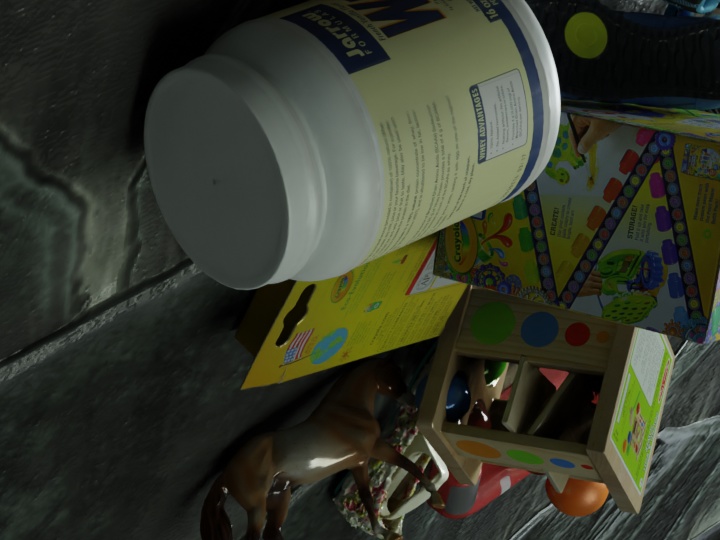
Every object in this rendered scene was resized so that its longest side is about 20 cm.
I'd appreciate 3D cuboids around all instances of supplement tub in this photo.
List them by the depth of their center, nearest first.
[{"bbox_3d":[-0.004,-0.080,1.219,0.199,0.145,0.145,-24,148,-37],"label":"supplement tub"}]

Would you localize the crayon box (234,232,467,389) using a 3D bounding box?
[{"bbox_3d":[0.000,0.000,1.453,0.199,0.051,0.127,-14,141,-49],"label":"crayon box"}]

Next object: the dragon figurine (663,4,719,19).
[{"bbox_3d":[0.217,-0.144,1.542,0.100,0.059,0.200,-55,159,7],"label":"dragon figurine"}]

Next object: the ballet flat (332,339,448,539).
[{"bbox_3d":[0.053,0.127,1.708,0.075,0.064,0.201,-3,132,-53],"label":"ballet flat"}]

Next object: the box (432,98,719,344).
[{"bbox_3d":[0.183,-0.042,1.428,0.200,0.192,0.123,-8,110,-58],"label":"box"}]

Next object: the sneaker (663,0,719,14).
[{"bbox_3d":[0.247,-0.254,1.406,0.200,0.082,0.073,-54,151,16],"label":"sneaker"}]

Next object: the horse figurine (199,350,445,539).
[{"bbox_3d":[-0.035,0.148,1.566,0.199,0.133,0.050,-27,156,-6],"label":"horse figurine"}]

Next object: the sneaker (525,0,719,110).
[{"bbox_3d":[0.161,-0.136,1.433,0.199,0.066,0.078,4,176,-22],"label":"sneaker"}]

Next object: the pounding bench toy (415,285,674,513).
[{"bbox_3d":[0.137,0.050,1.601,0.124,0.155,0.201,55,48,-59],"label":"pounding bench toy"}]

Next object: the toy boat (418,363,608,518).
[{"bbox_3d":[0.151,0.144,1.801,0.199,0.131,0.131,-32,152,-25],"label":"toy boat"}]

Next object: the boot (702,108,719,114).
[{"bbox_3d":[0.217,-0.049,1.697,0.199,0.078,0.139,-11,146,-33],"label":"boot"}]
